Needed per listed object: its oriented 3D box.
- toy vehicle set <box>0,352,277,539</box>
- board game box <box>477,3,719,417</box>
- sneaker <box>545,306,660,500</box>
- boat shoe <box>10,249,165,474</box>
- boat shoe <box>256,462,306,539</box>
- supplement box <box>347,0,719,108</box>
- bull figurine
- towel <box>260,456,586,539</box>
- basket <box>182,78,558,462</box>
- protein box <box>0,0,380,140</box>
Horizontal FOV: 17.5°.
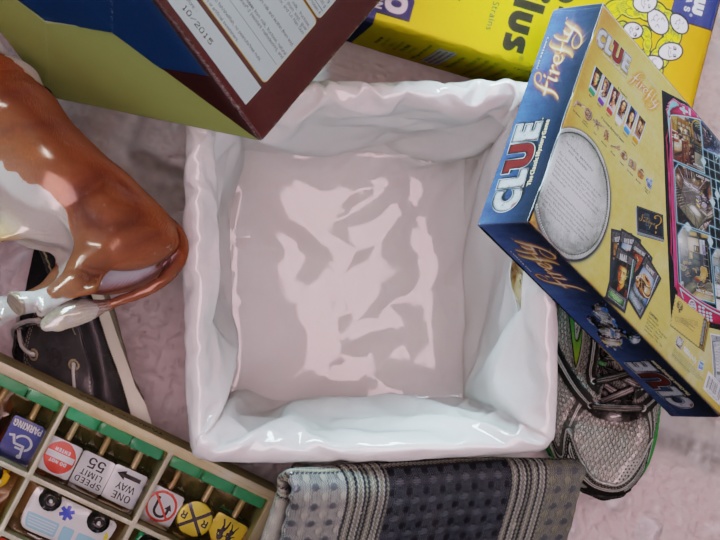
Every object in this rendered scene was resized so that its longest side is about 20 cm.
[{"bbox_3d":[-0.159,0.133,1.275,0.199,0.027,0.125,26,94,-15],"label":"toy vehicle set"},{"bbox_3d":[0.148,-0.028,1.245,0.200,0.034,0.136,43,58,-39],"label":"board game box"},{"bbox_3d":[0.144,0.032,1.337,0.078,0.085,0.201,3,90,-6],"label":"sneaker"},{"bbox_3d":[-0.166,0.038,1.309,0.067,0.072,0.201,-16,95,-7],"label":"boat shoe"},{"bbox_3d":[-0.056,0.210,1.321,0.062,0.073,0.201,27,84,-5],"label":"boat shoe"},{"bbox_3d":[0.095,-0.162,1.319,0.199,0.110,0.109,15,88,-7],"label":"supplement box"},{"bbox_3d":[-0.181,-0.048,1.200,0.200,0.065,0.121,38,57,22],"label":"bull figurine"},{"bbox_3d":[0.018,0.187,1.287,0.192,0.035,0.201,-1,119,-30],"label":"towel"},{"bbox_3d":[0.000,0.000,1.283,0.199,0.161,0.199,-1,90,-6],"label":"basket"},{"bbox_3d":[-0.082,-0.195,1.197,0.200,0.198,0.135,-51,126,-20],"label":"protein box"}]
